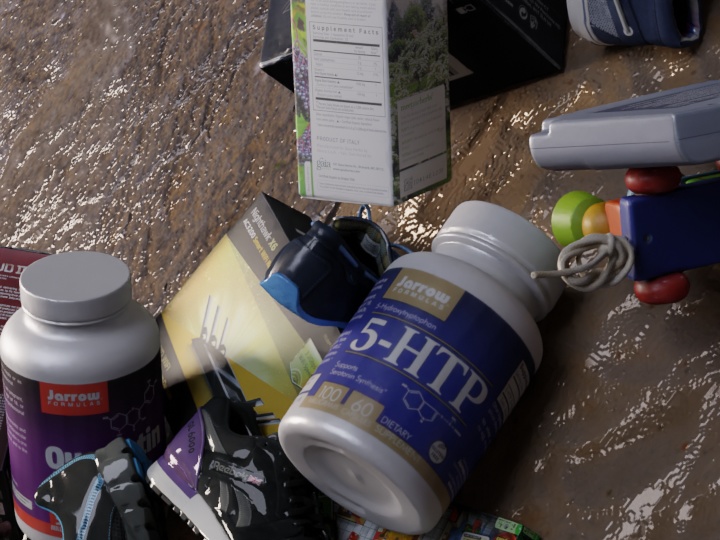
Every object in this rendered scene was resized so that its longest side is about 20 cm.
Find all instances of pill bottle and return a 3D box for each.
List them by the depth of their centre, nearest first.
[{"bbox_3d":[0.047,0.058,1.682,0.120,0.120,0.200,9,57,47],"label":"pill bottle"},{"bbox_3d":[-0.194,0.093,1.836,0.112,0.200,0.113,-1,27,1],"label":"pill bottle"}]

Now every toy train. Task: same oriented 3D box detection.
[{"bbox_3d":[0.156,-0.026,1.606,0.116,0.200,0.085,11,111,59],"label":"toy train"}]

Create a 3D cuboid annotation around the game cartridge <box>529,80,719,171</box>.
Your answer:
[{"bbox_3d":[0.216,-0.092,1.598,0.133,0.200,0.041,-6,97,45],"label":"game cartridge"}]

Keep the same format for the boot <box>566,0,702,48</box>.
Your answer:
[{"bbox_3d":[0.185,-0.248,1.756,0.090,0.200,0.073,10,27,43],"label":"boot"}]

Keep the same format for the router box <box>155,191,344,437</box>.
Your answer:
[{"bbox_3d":[-0.070,0.064,1.843,0.157,0.052,0.200,-50,39,16],"label":"router box"}]

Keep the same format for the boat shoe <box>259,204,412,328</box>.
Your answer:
[{"bbox_3d":[0.000,0.000,1.747,0.084,0.200,0.069,36,100,8],"label":"boat shoe"}]

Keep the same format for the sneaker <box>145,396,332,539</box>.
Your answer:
[{"bbox_3d":[-0.058,0.153,1.704,0.200,0.076,0.088,39,97,37],"label":"sneaker"}]

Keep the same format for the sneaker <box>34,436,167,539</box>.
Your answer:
[{"bbox_3d":[-0.156,0.218,1.766,0.082,0.073,0.200,-22,75,8],"label":"sneaker"}]

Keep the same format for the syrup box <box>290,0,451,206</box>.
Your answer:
[{"bbox_3d":[0.007,-0.151,1.769,0.081,0.079,0.200,7,109,32],"label":"syrup box"}]

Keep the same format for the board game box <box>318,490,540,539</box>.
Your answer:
[{"bbox_3d":[0.021,0.192,1.698,0.200,0.023,0.105,13,74,48],"label":"board game box"}]

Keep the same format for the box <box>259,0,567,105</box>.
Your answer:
[{"bbox_3d":[0.047,-0.228,1.900,0.196,0.117,0.200,-16,53,36],"label":"box"}]

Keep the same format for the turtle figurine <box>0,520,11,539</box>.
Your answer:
[{"bbox_3d":[-0.283,0.258,1.818,0.144,0.194,0.200,3,68,43],"label":"turtle figurine"}]

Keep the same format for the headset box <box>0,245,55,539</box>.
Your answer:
[{"bbox_3d":[-0.273,0.084,1.960,0.075,0.149,0.200,9,63,3],"label":"headset box"}]
